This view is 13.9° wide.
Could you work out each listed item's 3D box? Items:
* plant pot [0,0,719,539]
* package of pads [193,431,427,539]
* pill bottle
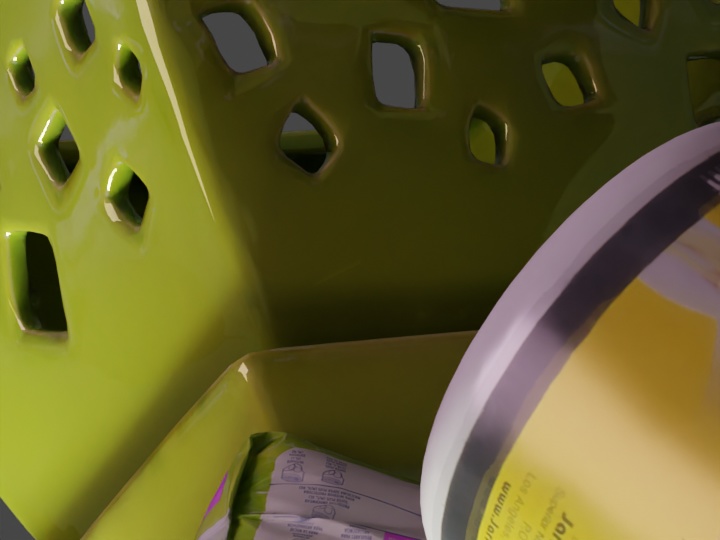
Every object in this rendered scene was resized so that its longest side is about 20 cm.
[{"bbox_3d":[0.000,0.000,0.764,0.200,0.198,0.182,-49,51,52],"label":"plant pot"},{"bbox_3d":[0.042,0.132,0.650,0.068,0.199,0.155,-74,3,-56],"label":"package of pads"},{"bbox_3d":[0.114,0.069,0.536,0.200,0.112,0.112,40,128,26],"label":"pill bottle"}]
